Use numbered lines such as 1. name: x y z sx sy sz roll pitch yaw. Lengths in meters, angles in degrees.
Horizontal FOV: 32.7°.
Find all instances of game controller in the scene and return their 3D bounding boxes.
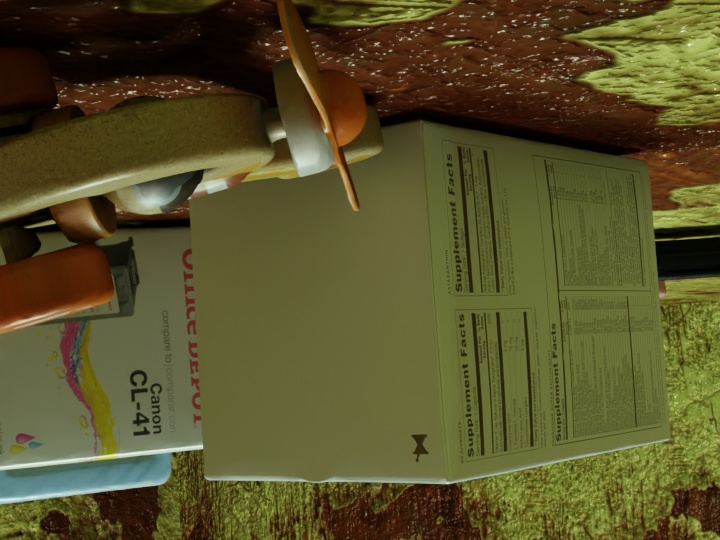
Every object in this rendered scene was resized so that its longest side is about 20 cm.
1. game controller: 0.266 -0.003 1.107 0.198 0.043 0.104 -3 175 -3

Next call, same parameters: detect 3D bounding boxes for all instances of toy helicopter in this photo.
1. toy helicopter: -0.041 -0.044 0.408 0.131 0.080 0.200 -17 180 29

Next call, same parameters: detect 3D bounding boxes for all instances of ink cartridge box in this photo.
1. ink cartridge box: -0.190 0.049 0.792 0.198 0.149 0.086 -4 177 -16

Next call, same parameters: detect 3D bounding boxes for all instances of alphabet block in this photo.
1. alphabet block: -0.309 0.116 1.195 0.194 0.199 0.199 0 174 -30

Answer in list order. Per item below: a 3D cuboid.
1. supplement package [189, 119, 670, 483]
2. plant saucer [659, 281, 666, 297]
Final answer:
1. supplement package: 0.039 0.020 0.616 0.151 0.152 0.199 -7 175 40
2. plant saucer: 0.214 0.011 1.273 0.198 0.051 0.201 -5 176 0
